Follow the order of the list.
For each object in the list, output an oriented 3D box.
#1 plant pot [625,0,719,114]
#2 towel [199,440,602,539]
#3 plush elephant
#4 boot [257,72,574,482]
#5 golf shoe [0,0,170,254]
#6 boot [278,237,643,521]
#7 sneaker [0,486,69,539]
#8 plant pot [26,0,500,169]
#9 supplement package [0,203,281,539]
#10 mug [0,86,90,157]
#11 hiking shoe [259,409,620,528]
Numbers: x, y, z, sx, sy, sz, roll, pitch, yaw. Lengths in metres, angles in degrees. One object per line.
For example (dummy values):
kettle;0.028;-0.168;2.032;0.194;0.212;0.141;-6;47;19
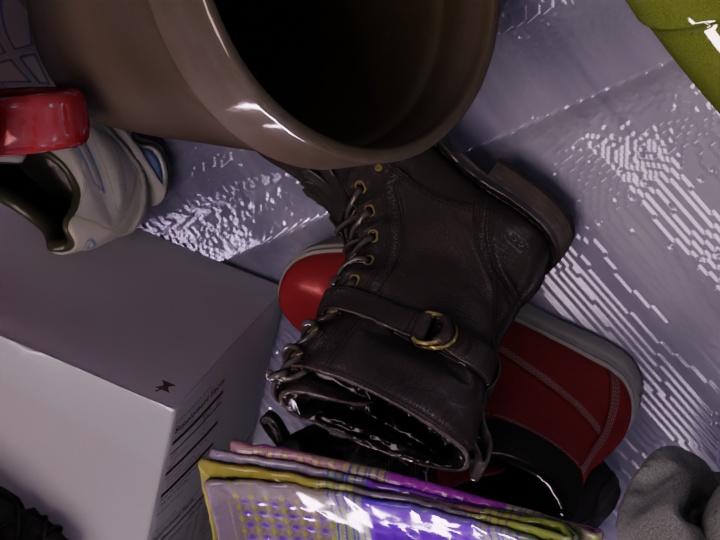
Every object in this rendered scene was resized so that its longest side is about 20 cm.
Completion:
plant pot;0.227;-0.106;1.012;0.200;0.201;0.193;-24;108;31
towel;0.020;0.158;1.150;0.199;0.023;0.144;11;127;22
plush elephant;0.210;0.124;1.121;0.164;0.155;0.201;-10;110;29
boot;0.000;0.000;1.166;0.199;0.174;0.069;25;140;10
golf shoe;-0.192;-0.090;1.261;0.200;0.097;0.078;42;125;2
boot;0.030;0.058;1.205;0.199;0.144;0.073;23;123;14
sneaker;-0.196;0.135;1.221;0.090;0.076;0.201;-20;113;21
plant pot;-0.061;-0.137;1.141;0.173;0.200;0.201;-10;111;46
supplement package;-0.168;0.087;1.306;0.190;0.147;0.201;23;121;13
mug;-0.236;-0.057;1.146;0.177;0.200;0.134;24;87;-17
hiking shoe;0.037;0.108;1.267;0.199;0.076;0.101;-8;114;28
